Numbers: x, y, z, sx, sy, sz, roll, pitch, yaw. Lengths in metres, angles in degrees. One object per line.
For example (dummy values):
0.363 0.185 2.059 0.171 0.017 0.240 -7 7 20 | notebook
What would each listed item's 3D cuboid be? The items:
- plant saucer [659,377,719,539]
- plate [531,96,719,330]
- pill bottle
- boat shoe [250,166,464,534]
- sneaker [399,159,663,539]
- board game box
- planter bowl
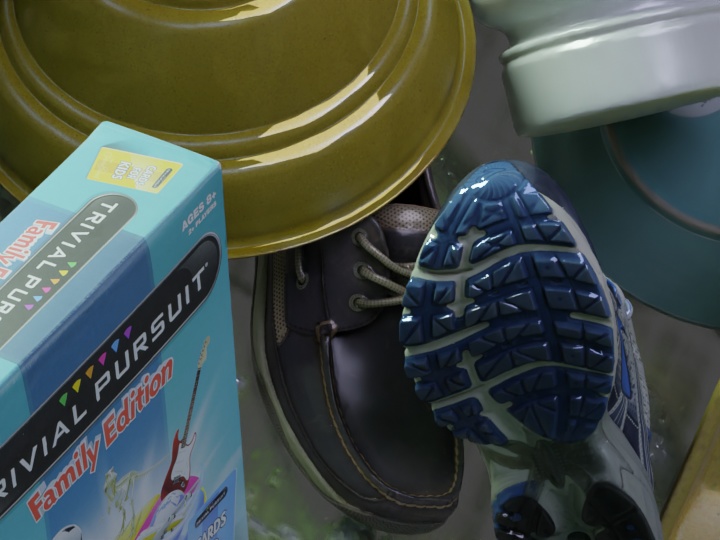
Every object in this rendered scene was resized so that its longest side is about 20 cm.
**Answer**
0.225 0.042 1.167 0.200 0.200 0.048 14 20 -21 | plant saucer
0.166 -0.071 1.210 0.200 0.026 0.201 -4 69 11 | plate
0.084 -0.159 1.161 0.113 0.113 0.200 -11 88 -34 | pill bottle
0.000 0.000 1.116 0.074 0.073 0.200 0 61 -29 | boat shoe
0.064 0.029 1.083 0.077 0.200 0.085 -4 43 13 | sneaker
-0.095 0.079 0.933 0.047 0.200 0.151 20 45 23 | board game box
-0.057 -0.108 1.098 0.200 0.084 0.201 -1 54 1 | planter bowl
